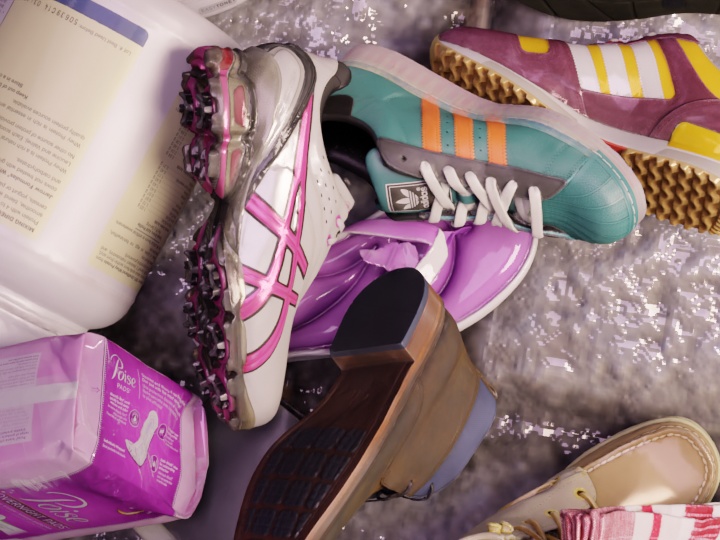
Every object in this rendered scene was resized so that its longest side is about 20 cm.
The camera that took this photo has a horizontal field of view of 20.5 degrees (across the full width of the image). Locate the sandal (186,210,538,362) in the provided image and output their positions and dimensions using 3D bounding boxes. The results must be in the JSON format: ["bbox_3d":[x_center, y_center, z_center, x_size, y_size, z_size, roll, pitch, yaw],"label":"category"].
[{"bbox_3d":[0.003,0.007,1.086,0.202,0.050,0.083,-20,82,2],"label":"sandal"}]

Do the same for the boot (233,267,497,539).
[{"bbox_3d":[0.010,0.105,1.020,0.075,0.097,0.200,-2,50,46],"label":"boot"}]

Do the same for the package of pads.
[{"bbox_3d":[-0.191,0.095,1.034,0.200,0.120,0.076,-11,63,25],"label":"package of pads"}]

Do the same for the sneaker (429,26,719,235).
[{"bbox_3d":[0.136,-0.095,1.081,0.200,0.075,0.090,27,63,14],"label":"sneaker"}]

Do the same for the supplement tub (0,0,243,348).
[{"bbox_3d":[-0.163,-0.059,1.069,0.145,0.145,0.200,27,86,10],"label":"supplement tub"}]

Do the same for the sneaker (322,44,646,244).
[{"bbox_3d":[0.051,-0.050,1.055,0.200,0.071,0.080,24,55,27],"label":"sneaker"}]

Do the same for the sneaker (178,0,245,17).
[{"bbox_3d":[-0.040,-0.214,1.092,0.200,0.100,0.075,-29,46,-3],"label":"sneaker"}]

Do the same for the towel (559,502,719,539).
[{"bbox_3d":[0.178,0.186,0.983,0.023,0.200,0.145,-12,79,49],"label":"towel"}]

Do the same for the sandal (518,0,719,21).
[{"bbox_3d":[0.157,-0.178,1.089,0.200,0.080,0.057,3,65,1],"label":"sandal"}]

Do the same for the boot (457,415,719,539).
[{"bbox_3d":[0.097,0.142,1.001,0.200,0.155,0.072,-34,79,3],"label":"boot"}]

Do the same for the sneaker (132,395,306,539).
[{"bbox_3d":[-0.031,0.146,1.057,0.200,0.075,0.106,41,91,12],"label":"sneaker"}]

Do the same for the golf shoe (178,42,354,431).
[{"bbox_3d":[-0.043,-0.015,1.018,0.092,0.073,0.201,-3,104,-21],"label":"golf shoe"}]
